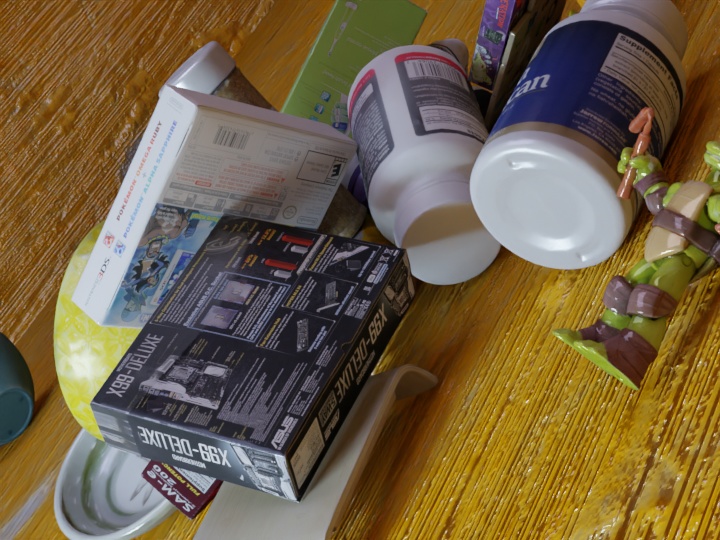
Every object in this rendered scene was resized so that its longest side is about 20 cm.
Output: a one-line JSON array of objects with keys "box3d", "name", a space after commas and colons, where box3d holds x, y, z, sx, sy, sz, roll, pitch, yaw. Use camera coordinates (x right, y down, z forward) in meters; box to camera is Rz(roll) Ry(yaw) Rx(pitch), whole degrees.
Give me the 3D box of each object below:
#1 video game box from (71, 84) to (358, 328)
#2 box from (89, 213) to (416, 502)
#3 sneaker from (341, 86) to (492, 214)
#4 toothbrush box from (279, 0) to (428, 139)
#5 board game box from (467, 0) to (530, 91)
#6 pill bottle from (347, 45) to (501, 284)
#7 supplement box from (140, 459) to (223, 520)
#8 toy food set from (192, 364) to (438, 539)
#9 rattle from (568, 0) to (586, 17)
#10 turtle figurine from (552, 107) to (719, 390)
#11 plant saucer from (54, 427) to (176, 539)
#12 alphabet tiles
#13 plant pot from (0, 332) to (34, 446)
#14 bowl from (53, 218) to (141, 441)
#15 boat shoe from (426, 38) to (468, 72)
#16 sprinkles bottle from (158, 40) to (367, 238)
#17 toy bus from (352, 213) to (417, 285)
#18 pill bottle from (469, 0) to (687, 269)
[{"box3d": [-0.109, -0.040, 1.184, 0.047, 0.199, 0.184, 33, 104, 33], "name": "video game box"}, {"box3d": [-0.072, 0.054, 1.071, 0.156, 0.050, 0.201, 11, 49, 24], "name": "box"}, {"box3d": [0.075, -0.095, 1.379, 0.199, 0.087, 0.076, -35, -35, -35], "name": "sneaker"}, {"box3d": [-0.026, -0.158, 1.441, 0.201, 0.085, 0.146, -64, 5, -15], "name": "toothbrush box"}, {"box3d": [0.149, -0.256, 1.264, 0.201, 0.032, 0.121, -58, -17, -33], "name": "board game box"}, {"box3d": [0.055, -0.084, 1.226, 0.111, 0.110, 0.201, -42, 35, 23], "name": "pill bottle"}, {"box3d": [-0.086, 0.099, 1.224, 0.200, 0.061, 0.109, -52, -5, 32], "name": "supplement box"}, {"box3d": [-0.033, 0.158, 1.056, 0.143, 0.061, 0.201, -21, 30, 39], "name": "toy food set"}, {"box3d": [0.136, -0.168, 1.228, 0.199, 0.142, 0.131, -16, 48, 55], "name": "rattle"}, {"box3d": [0.174, -0.016, 0.853, 0.162, 0.064, 0.200, -56, 23, 1], "name": "turtle figurine"}, {"box3d": [-0.195, 0.177, 1.412, 0.199, 0.050, 0.201, -26, 37, 22], "name": "plant saucer"}, {"box3d": [0.146, -0.193, 1.304, 0.167, 0.006, 0.201, -55, -15, -41], "name": "alphabet tiles"}, {"box3d": [-0.585, 0.199, 2.368, 0.134, 0.201, 0.201, 24, 69, 38], "name": "plant pot"}, {"box3d": [-0.162, 0.053, 1.313, 0.107, 0.201, 0.201, 3, 43, 28], "name": "bowl"}, {"box3d": [0.053, -0.145, 1.493, 0.086, 0.074, 0.203, -41, -20, -52], "name": "boat shoe"}, {"box3d": [-0.081, -0.099, 1.290, 0.068, 0.200, 0.068, -39, 15, 13], "name": "sprinkles bottle"}, {"box3d": [0.000, 0.000, 1.331, 0.078, 0.065, 0.200, -44, 14, 6], "name": "toy bus"}, {"box3d": [0.158, -0.106, 1.041, 0.111, 0.111, 0.201, -31, 22, 49], "name": "pill bottle"}]
